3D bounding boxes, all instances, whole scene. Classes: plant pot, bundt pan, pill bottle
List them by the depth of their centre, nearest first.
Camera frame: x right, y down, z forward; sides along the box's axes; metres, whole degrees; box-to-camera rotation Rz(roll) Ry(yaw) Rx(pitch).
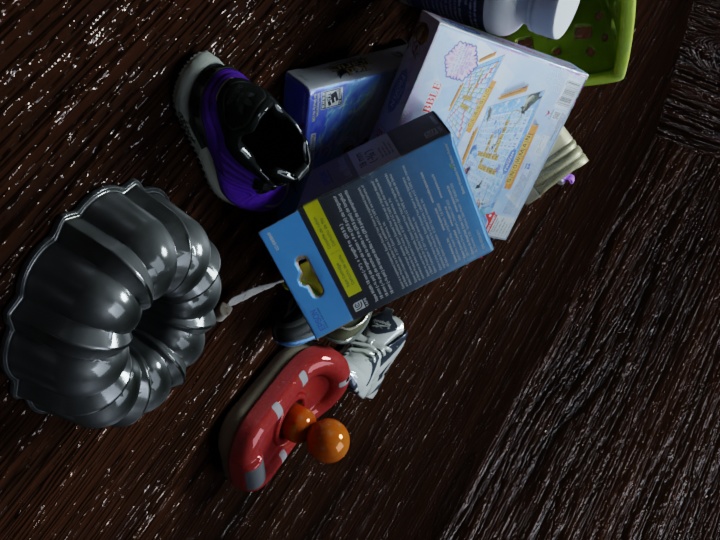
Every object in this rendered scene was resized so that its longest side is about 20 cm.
[{"bbox_3d":[-0.180,0.036,0.695,0.202,0.075,0.203,-51,154,-36],"label":"bundt pan"},{"bbox_3d":[0.119,-0.302,0.880,0.111,0.198,0.112,-50,155,-34],"label":"pill bottle"},{"bbox_3d":[0.218,-0.348,1.060,0.199,0.197,0.184,62,27,-65],"label":"plant pot"}]

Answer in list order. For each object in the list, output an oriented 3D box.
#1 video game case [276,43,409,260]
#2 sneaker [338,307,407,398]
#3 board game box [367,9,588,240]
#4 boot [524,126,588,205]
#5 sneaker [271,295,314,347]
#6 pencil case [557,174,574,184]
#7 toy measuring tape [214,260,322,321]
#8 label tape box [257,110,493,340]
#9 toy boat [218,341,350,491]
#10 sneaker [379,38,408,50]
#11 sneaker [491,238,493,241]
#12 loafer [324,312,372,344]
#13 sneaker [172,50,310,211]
[{"bbox_3d":[0.000,-0.125,0.922,0.180,0.045,0.202,-23,138,-33],"label":"video game case"},{"bbox_3d":[0.009,0.108,1.240,0.131,0.079,0.199,-65,160,-5],"label":"sneaker"},{"bbox_3d":[0.110,-0.140,0.906,0.197,0.041,0.202,9,117,-32],"label":"board game box"},{"bbox_3d":[0.146,-0.137,1.023,0.199,0.156,0.073,-30,-172,24],"label":"boot"},{"bbox_3d":[-0.046,0.001,1.023,0.201,0.070,0.083,-55,136,-21],"label":"sneaker"},{"bbox_3d":[0.216,-0.151,1.297,0.084,0.198,0.086,-48,121,-48],"label":"pencil case"},{"bbox_3d":[-0.056,0.030,0.927,0.199,0.073,0.074,-26,140,-34],"label":"toy measuring tape"},{"bbox_3d":[0.013,-0.043,0.855,0.198,0.064,0.145,-26,125,0],"label":"label tape box"},{"bbox_3d":[-0.070,0.183,1.052,0.200,0.130,0.131,-51,156,-34],"label":"toy boat"},{"bbox_3d":[0.059,-0.228,1.000,0.200,0.071,0.083,-51,154,-35],"label":"sneaker"},{"bbox_3d":[0.177,-0.083,1.257,0.200,0.079,0.076,87,2,-68],"label":"sneaker"},{"bbox_3d":[0.000,0.000,1.098,0.070,0.074,0.201,109,5,-57],"label":"loafer"},{"bbox_3d":[-0.083,-0.094,0.749,0.070,0.099,0.200,-57,158,-14],"label":"sneaker"}]
